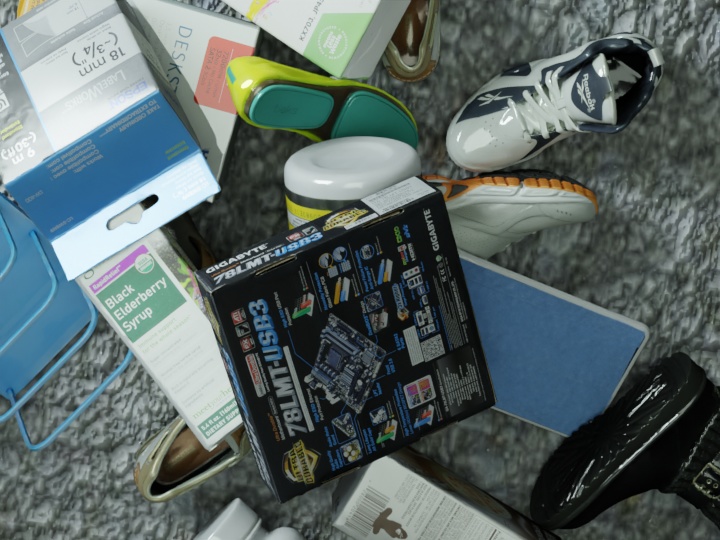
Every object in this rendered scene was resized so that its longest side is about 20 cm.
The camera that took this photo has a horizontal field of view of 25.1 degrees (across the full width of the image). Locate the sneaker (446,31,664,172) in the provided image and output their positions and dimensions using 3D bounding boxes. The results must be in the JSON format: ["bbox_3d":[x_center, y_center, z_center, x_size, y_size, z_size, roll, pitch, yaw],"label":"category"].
[{"bbox_3d":[0.167,-0.141,1.344,0.198,0.130,0.080,-19,94,-1],"label":"sneaker"}]

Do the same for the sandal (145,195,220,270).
[{"bbox_3d":[-0.145,0.003,1.374,0.081,0.055,0.201,-33,77,-1],"label":"sandal"}]

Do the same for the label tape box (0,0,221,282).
[{"bbox_3d":[-0.216,-0.116,1.258,0.144,0.063,0.201,-31,63,3],"label":"label tape box"}]

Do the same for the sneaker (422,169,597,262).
[{"bbox_3d":[0.105,-0.036,1.394,0.198,0.076,0.093,-2,104,8],"label":"sneaker"}]

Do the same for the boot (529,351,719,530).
[{"bbox_3d":[0.268,0.187,1.409,0.158,0.080,0.211,40,111,-20],"label":"boot"}]

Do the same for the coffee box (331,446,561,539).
[{"bbox_3d":[0.078,0.226,1.394,0.199,0.114,0.080,32,95,-4],"label":"coffee box"}]

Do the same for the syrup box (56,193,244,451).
[{"bbox_3d":[-0.152,0.039,1.304,0.079,0.081,0.200,-37,95,-1],"label":"syrup box"}]

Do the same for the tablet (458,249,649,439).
[{"bbox_3d":[0.136,0.066,1.400,0.199,0.014,0.131,22,116,-8],"label":"tablet"}]

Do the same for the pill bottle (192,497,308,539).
[{"bbox_3d":[-0.062,0.295,1.401,0.200,0.111,0.111,45,94,-4],"label":"pill bottle"}]

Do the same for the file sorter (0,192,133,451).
[{"bbox_3d":[-0.302,0.034,1.325,0.139,0.123,0.200,-44,126,4],"label":"file sorter"}]

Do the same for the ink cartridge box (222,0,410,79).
[{"bbox_3d":[-0.057,-0.257,1.326,0.199,0.067,0.118,35,109,16],"label":"ink cartridge box"}]

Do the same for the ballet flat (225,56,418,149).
[{"bbox_3d":[-0.033,-0.141,1.356,0.199,0.067,0.067,12,117,-44],"label":"ballet flat"}]

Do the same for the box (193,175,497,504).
[{"bbox_3d":[-0.008,0.055,1.254,0.197,0.050,0.201,-23,117,-13],"label":"box"}]

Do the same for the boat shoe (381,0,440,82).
[{"bbox_3d":[0.037,-0.261,1.364,0.074,0.068,0.201,-10,95,2],"label":"boat shoe"}]

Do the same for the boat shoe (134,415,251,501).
[{"bbox_3d":[-0.111,0.130,1.393,0.200,0.068,0.075,-44,103,5],"label":"boat shoe"}]

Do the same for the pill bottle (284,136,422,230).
[{"bbox_3d":[0.000,0.000,1.329,0.112,0.113,0.201,-4,112,0],"label":"pill bottle"}]

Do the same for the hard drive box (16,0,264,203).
[{"bbox_3d":[-0.196,-0.160,1.370,0.199,0.077,0.157,15,96,-2],"label":"hard drive box"}]
